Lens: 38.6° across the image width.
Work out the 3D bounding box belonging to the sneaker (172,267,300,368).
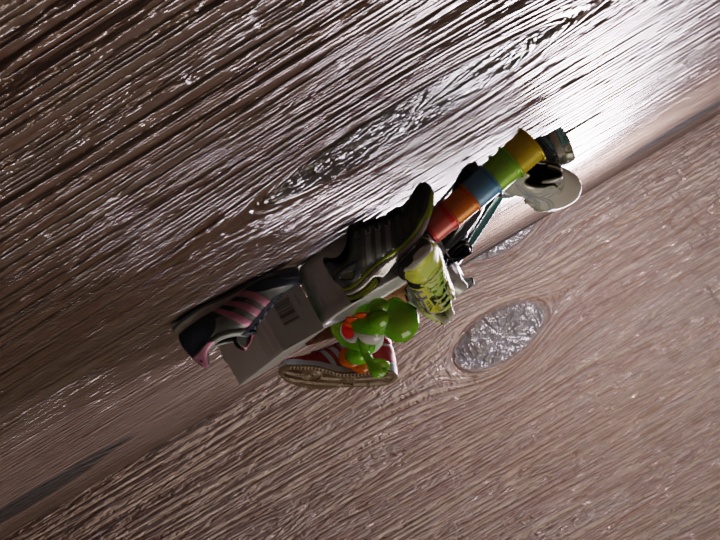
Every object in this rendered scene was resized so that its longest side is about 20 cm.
[{"bbox_3d":[-0.161,0.067,1.453,0.199,0.082,0.070,-29,173,-17],"label":"sneaker"}]

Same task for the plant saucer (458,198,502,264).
[{"bbox_3d":[0.205,-0.099,1.787,0.201,0.036,0.200,-55,171,-13],"label":"plant saucer"}]

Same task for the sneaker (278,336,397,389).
[{"bbox_3d":[-0.039,0.134,1.723,0.198,0.113,0.071,2,146,-9],"label":"sneaker"}]

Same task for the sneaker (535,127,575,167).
[{"bbox_3d":[0.293,-0.181,1.728,0.086,0.078,0.200,-17,166,-5],"label":"sneaker"}]

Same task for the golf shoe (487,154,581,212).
[{"bbox_3d":[0.288,-0.134,1.586,0.199,0.079,0.097,4,178,-37],"label":"golf shoe"}]

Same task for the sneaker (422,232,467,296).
[{"bbox_3d":[0.127,-0.007,1.740,0.075,0.087,0.200,-52,-162,16],"label":"sneaker"}]

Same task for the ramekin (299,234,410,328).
[{"bbox_3d":[0.000,0.000,1.606,0.199,0.098,0.200,-30,174,-3],"label":"ramekin"}]

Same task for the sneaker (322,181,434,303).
[{"bbox_3d":[0.028,-0.050,1.454,0.200,0.081,0.074,-50,-164,4],"label":"sneaker"}]

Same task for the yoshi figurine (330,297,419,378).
[{"bbox_3d":[0.033,0.097,1.595,0.112,0.113,0.200,-32,170,-21],"label":"yoshi figurine"}]

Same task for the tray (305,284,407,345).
[{"bbox_3d":[-0.006,0.060,1.755,0.199,0.037,0.099,-13,137,-32],"label":"tray"}]

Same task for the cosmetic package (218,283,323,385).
[{"bbox_3d":[-0.151,0.093,1.606,0.084,0.108,0.200,-28,175,-32],"label":"cosmetic package"}]

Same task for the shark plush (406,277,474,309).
[{"bbox_3d":[0.126,0.043,1.820,0.083,0.091,0.200,-34,-165,43],"label":"shark plush"}]

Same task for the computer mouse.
[{"bbox_3d":[0.170,-0.081,1.592,0.140,0.046,0.201,-35,147,-54],"label":"computer mouse"}]

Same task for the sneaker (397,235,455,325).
[{"bbox_3d":[0.107,0.015,1.498,0.075,0.076,0.200,-45,158,-8],"label":"sneaker"}]

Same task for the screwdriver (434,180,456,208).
[{"bbox_3d":[0.103,-0.083,1.550,0.200,0.028,0.029,-48,-168,-25],"label":"screwdriver"}]

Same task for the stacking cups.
[{"bbox_3d":[0.176,-0.116,1.479,0.200,0.061,0.061,-43,174,-2],"label":"stacking cups"}]
